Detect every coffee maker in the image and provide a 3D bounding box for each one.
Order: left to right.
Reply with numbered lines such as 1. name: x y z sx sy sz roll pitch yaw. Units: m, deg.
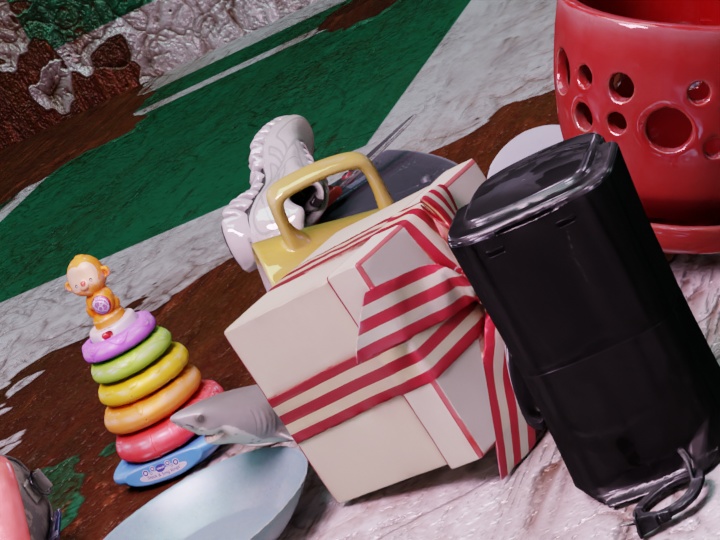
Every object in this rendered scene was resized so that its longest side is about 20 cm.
1. coffee maker: 0.153 0.030 1.309 0.134 0.201 0.192 -30 15 -4

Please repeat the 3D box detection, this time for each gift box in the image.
1. gift box: 0.037 0.056 1.496 0.186 0.185 0.200 -26 16 44

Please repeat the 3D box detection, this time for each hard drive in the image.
1. hard drive: 0.016 -0.058 1.899 0.134 0.043 0.200 -33 16 -12

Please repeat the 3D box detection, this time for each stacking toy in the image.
1. stacking toy: -0.195 0.074 1.791 0.115 0.201 0.110 -22 16 21

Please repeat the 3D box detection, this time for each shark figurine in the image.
1. shark figurine: -0.056 0.097 1.647 0.127 0.090 0.214 -1 -3 15

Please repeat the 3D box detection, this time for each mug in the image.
1. mug: 0.004 0.009 1.725 0.152 0.150 0.187 -23 -28 -4

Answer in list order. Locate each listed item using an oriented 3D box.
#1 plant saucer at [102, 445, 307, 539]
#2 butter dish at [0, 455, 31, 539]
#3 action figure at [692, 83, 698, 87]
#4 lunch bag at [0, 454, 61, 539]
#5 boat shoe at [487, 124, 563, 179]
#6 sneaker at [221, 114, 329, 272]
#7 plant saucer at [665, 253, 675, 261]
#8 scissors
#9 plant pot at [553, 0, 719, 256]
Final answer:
1. plant saucer: -0.119 0.203 1.551 0.200 0.039 0.201 -27 15 8
2. butter dish: -0.292 0.266 1.483 0.199 0.148 0.201 -24 56 10
3. action figure: 0.235 -0.122 1.908 0.199 0.070 0.130 -27 24 22
4. lunch bag: -0.355 0.235 1.678 0.199 0.140 0.168 -23 17 18
5. boat shoe: 0.134 -0.041 1.659 0.068 0.057 0.201 -4 37 21
6. sneaker: -0.061 -0.076 1.864 0.081 0.075 0.201 -18 32 23
7. plant saucer: 0.175 -0.008 1.717 0.199 0.032 0.200 -28 15 8
8. scissors: -0.017 -0.075 1.900 0.199 0.014 0.073 -37 16 -3
9. plant pot: 0.243 -0.122 1.591 0.198 0.184 0.201 2 22 -1
